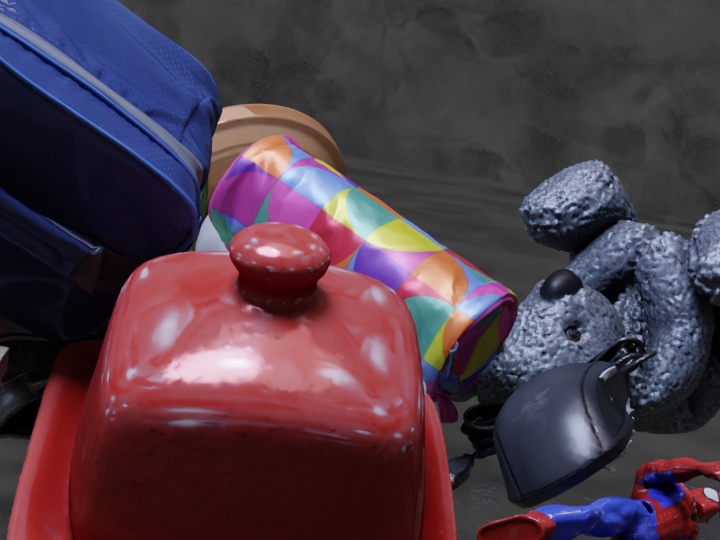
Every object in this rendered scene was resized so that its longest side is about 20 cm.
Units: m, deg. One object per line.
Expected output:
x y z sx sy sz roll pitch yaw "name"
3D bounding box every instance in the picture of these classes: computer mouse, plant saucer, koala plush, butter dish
0.083 0.084 0.817 0.140 0.046 0.200 -31 3 20 "computer mouse"
-0.102 -0.044 1.204 0.199 0.201 0.032 3 41 -34 "plant saucer"
0.150 0.056 1.000 0.177 0.185 0.200 22 36 37 "koala plush"
-0.045 0.049 0.677 0.198 0.149 0.200 9 28 -6 "butter dish"

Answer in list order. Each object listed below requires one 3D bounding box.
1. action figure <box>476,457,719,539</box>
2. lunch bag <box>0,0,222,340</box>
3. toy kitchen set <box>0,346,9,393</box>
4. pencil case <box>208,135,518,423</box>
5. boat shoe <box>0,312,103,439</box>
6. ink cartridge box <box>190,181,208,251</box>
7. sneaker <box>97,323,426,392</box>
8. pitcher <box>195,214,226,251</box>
0.148 0.127 0.719 0.099 0.066 0.200 -8 -1 34 "action figure"
-0.166 -0.059 0.755 0.200 0.136 0.133 35 33 -22 "lunch bag"
-0.264 0.012 0.733 0.199 0.164 0.180 9 9 -6 "toy kitchen set"
0.000 0.000 0.916 0.200 0.089 0.088 38 20 21 "pencil case"
-0.168 0.066 0.837 0.064 0.071 0.200 45 11 14 "boat shoe"
-0.204 -0.077 1.015 0.199 0.060 0.104 10 -29 0 "ink cartridge box"
-0.051 0.037 0.845 0.199 0.074 0.088 24 -28 -14 "sneaker"
-0.025 0.021 1.121 0.171 0.122 0.200 26 8 -38 "pitcher"
